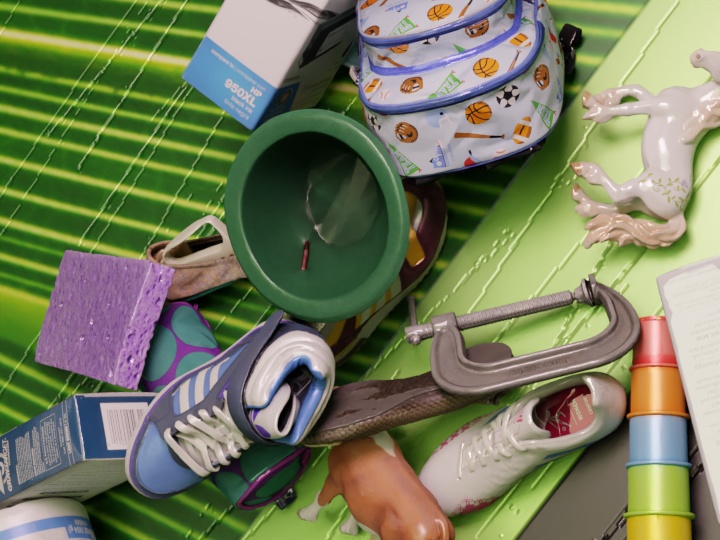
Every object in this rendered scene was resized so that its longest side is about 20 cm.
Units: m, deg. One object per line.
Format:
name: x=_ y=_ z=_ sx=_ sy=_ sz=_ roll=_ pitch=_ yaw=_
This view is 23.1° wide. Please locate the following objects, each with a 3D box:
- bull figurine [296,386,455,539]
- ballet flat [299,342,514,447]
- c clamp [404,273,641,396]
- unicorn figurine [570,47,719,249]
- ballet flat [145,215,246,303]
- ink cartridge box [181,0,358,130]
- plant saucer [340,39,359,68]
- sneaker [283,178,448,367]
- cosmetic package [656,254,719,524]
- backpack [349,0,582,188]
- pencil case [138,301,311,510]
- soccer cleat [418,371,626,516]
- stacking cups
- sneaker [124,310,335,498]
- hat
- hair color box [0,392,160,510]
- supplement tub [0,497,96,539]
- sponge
bull figurine: x=0.010 y=0.188 z=1.472 sx=0.200 sy=0.065 sz=0.122 roll=55 pitch=127 yaw=46
ballet flat: x=0.037 y=0.111 z=1.448 sx=0.199 sy=0.047 sz=0.067 roll=-18 pitch=28 yaw=-8
c clamp: x=0.129 y=0.043 z=1.448 sx=0.199 sy=0.171 sz=0.027 roll=-11 pitch=118 yaw=10
unicorn figurine: x=0.248 y=-0.113 z=1.450 sx=0.137 sy=0.074 sz=0.201 roll=7 pitch=96 yaw=16
ballet flat: x=-0.108 y=-0.023 z=1.578 sx=0.199 sy=0.068 sz=0.067 roll=-18 pitch=114 yaw=19
ink cartridge box: x=-0.048 y=-0.233 z=1.510 sx=0.084 sy=0.145 sz=0.200 roll=37 pitch=115 yaw=10
plant saucer: x=0.024 y=-0.276 z=1.568 sx=0.199 sy=0.036 sz=0.201 roll=6 pitch=105 yaw=22
sneaker: x=0.000 y=0.000 z=1.519 sx=0.075 sy=0.090 sz=0.200 roll=37 pitch=97 yaw=25
cosmetic package: x=0.295 y=0.096 z=1.361 sx=0.074 sy=0.102 sz=0.201 roll=-20 pitch=73 yaw=20
backpack: x=0.081 y=-0.164 z=1.448 sx=0.199 sy=0.154 sz=0.191 roll=-21 pitch=36 yaw=13
pencil case: x=-0.126 y=0.119 z=1.555 sx=0.092 sy=0.085 sz=0.200 roll=-30 pitch=62 yaw=-24
soccer cleat: x=0.122 y=0.136 z=1.438 sx=0.199 sy=0.086 sz=0.070 roll=-31 pitch=68 yaw=16
stacking cups: x=0.233 y=0.137 z=1.402 sx=0.060 sy=0.060 sz=0.201 roll=-6 pitch=76 yaw=23
sneaker: x=-0.104 y=0.121 z=1.415 sx=0.200 sy=0.146 sz=0.081 roll=-42 pitch=106 yaw=-4
hat: x=-0.011 y=-0.062 z=1.511 sx=0.165 sy=0.176 sz=0.201 roll=-27 pitch=84 yaw=23
hair color box: x=-0.259 y=0.164 z=1.556 sx=0.200 sy=0.100 sz=0.061 roll=-29 pitch=67 yaw=44
supplement tub: x=-0.279 y=0.315 z=1.557 sx=0.132 sy=0.132 sz=0.201 roll=-28 pitch=70 yaw=17
sponge: x=-0.235 y=0.042 z=1.594 sx=0.200 sy=0.030 sz=0.112 roll=7 pitch=79 yaw=59
